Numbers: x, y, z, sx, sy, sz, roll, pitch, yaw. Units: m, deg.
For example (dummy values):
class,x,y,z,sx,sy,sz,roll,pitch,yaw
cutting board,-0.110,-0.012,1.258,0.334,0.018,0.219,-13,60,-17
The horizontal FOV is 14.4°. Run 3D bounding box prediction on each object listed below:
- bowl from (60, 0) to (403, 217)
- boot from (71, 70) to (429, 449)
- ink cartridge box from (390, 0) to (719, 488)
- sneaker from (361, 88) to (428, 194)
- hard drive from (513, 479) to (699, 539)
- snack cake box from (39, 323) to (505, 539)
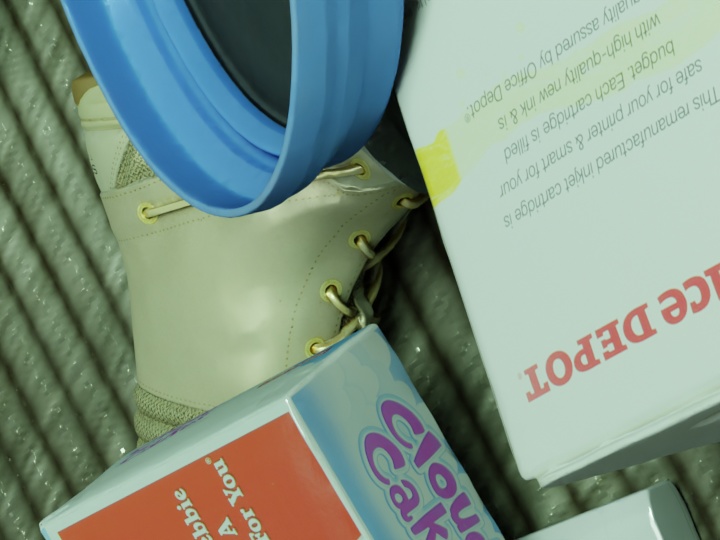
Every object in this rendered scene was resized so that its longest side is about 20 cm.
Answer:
class,x,y,z,sx,sy,sz,roll,pitch,yaw
bowl,-0.047,-0.116,0.800,0.201,0.039,0.202,48,147,45
boot,0.000,0.000,0.961,0.199,0.073,0.157,-2,102,25
ink cartridge box,0.082,-0.062,0.739,0.145,0.083,0.201,-31,71,49
sneaker,0.003,-0.123,0.868,0.074,0.085,0.201,-18,106,-5
hard drive,0.047,0.167,0.981,0.199,0.026,0.133,-26,83,34
snack cake box,0.000,0.134,0.927,0.115,0.067,0.201,-28,95,34
